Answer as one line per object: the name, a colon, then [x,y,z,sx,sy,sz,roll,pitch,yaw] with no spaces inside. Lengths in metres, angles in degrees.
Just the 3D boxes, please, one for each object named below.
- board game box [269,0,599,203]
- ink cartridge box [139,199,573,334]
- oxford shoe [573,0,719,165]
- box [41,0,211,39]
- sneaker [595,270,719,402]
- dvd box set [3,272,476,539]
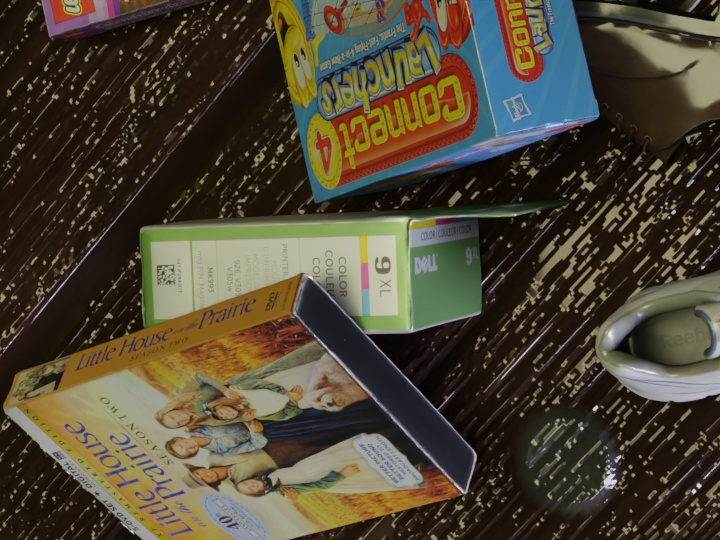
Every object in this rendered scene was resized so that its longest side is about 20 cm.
board game box: [0.020,-0.145,1.040,0.200,0.056,0.197,-17,85,64]
ink cartridge box: [0.000,0.000,1.093,0.199,0.104,0.060,-2,93,22]
oxford shoe: [0.131,-0.094,1.052,0.199,0.073,0.085,9,101,23]
box: [-0.122,-0.237,1.163,0.136,0.039,0.201,-14,88,23]
sneaker: [0.203,0.023,1.020,0.199,0.087,0.075,-20,84,21]
dvd box set: [-0.063,0.081,1.096,0.200,0.029,0.146,-18,127,35]
